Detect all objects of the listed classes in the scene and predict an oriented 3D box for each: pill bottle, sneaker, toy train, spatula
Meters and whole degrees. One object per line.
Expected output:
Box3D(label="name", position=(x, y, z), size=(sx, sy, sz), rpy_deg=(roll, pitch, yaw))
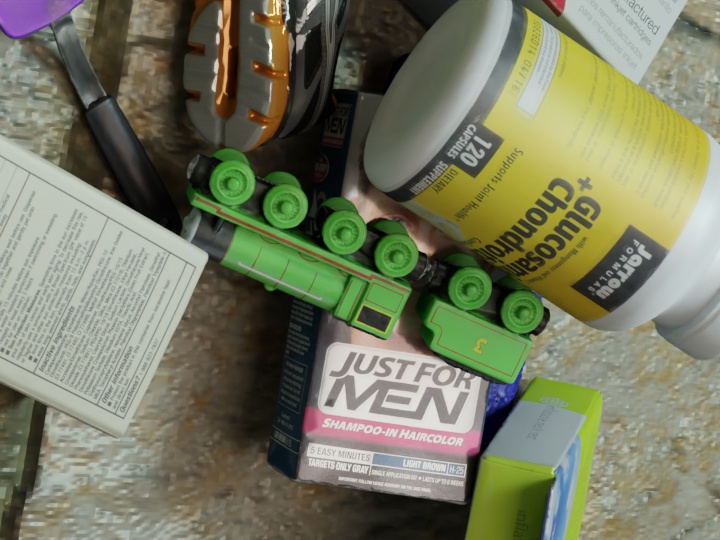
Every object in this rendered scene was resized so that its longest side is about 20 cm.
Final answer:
Box3D(label="pill bottle", position=(0.109, -0.040, 1.186), size=(0.199, 0.112, 0.112), rpy_deg=(32, 80, -16))
Box3D(label="sneaker", position=(-0.039, -0.160, 1.210), size=(0.077, 0.078, 0.201), rpy_deg=(-5, 107, -51))
Box3D(label="toy train", position=(0.000, 0.000, 1.199), size=(0.199, 0.042, 0.057), rpy_deg=(23, 100, -13))
Box3D(label="spatula", position=(-0.132, -0.093, 1.178), size=(0.056, 0.021, 0.201), rpy_deg=(-34, 123, -13))

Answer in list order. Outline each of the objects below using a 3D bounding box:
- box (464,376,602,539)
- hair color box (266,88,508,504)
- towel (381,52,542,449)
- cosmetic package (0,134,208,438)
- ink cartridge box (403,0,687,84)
Box3D(label="box", position=(0.089, 0.141, 1.316), size=(0.200, 0.047, 0.123), rpy_deg=(-39, 139, -73))
Box3D(label="hair color box", position=(0.020, 0.013, 1.255), size=(0.099, 0.060, 0.201), rpy_deg=(8, 92, -17))
Box3D(label="towel", position=(0.053, -0.007, 1.327), size=(0.147, 0.049, 0.201), rpy_deg=(14, 92, -40))
Box3D(label="cosmetic package", position=(-0.181, -0.012, 1.117), size=(0.200, 0.087, 0.104), rpy_deg=(33, 81, -39))
Box3D(label="ink cartridge box", position=(0.106, -0.222, 1.256), size=(0.145, 0.144, 0.201), rpy_deg=(40, 75, -37))
